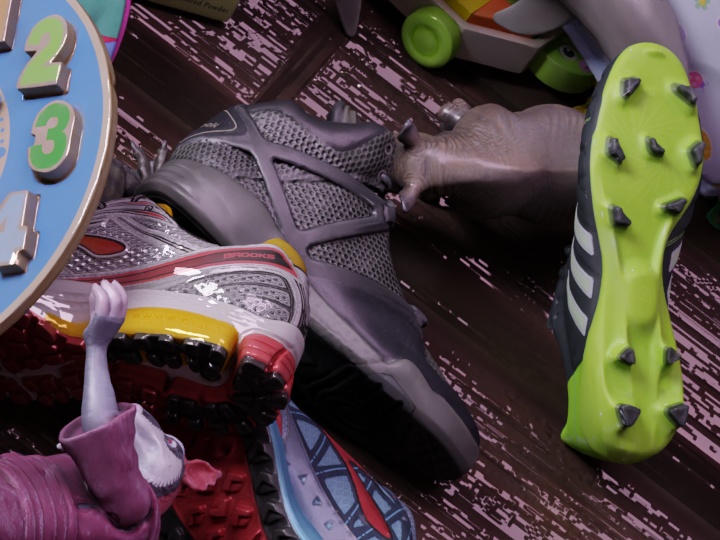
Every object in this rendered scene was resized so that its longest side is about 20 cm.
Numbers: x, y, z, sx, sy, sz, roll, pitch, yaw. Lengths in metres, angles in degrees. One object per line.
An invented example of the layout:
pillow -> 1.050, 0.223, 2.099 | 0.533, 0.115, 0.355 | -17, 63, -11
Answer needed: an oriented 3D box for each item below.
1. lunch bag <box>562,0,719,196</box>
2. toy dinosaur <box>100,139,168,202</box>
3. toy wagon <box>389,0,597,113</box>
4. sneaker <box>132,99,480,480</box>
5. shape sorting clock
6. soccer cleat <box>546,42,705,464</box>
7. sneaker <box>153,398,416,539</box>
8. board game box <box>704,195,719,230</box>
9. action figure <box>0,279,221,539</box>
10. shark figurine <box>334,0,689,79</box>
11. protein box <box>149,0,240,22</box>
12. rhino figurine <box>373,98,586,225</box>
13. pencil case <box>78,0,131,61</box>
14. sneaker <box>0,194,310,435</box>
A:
lunch bag -> 0.195, -0.159, 1.398 | 0.127, 0.170, 0.200 | -11, 64, -53
toy dinosaur -> -0.127, -0.038, 1.228 | 0.200, 0.047, 0.088 | 38, 26, -22
toy wagon -> 0.069, -0.163, 1.461 | 0.200, 0.040, 0.155 | 44, 45, 8
sneaker -> 0.000, 0.000, 1.224 | 0.199, 0.076, 0.114 | 46, 61, -9
shape sorting clock -> -0.190, -0.043, 1.110 | 0.039, 0.200, 0.200 | 49, 24, -51
soccer cleat -> 0.120, -0.008, 1.286 | 0.067, 0.081, 0.200 | 7, 82, -26
sneaker -> -0.025, 0.114, 1.163 | 0.095, 0.079, 0.200 | 3, 52, -55
board game box -> 0.250, -0.102, 1.533 | 0.200, 0.026, 0.200 | 2, 54, -30
action figure -> -0.135, 0.100, 1.048 | 0.200, 0.134, 0.149 | -6, 61, -35
shark figurine -> 0.067, -0.160, 1.337 | 0.214, 0.128, 0.089 | 16, 10, 15
protein box -> -0.091, -0.274, 1.338 | 0.135, 0.199, 0.200 | 14, 48, -21
rhino figurine -> 0.064, -0.053, 1.325 | 0.200, 0.060, 0.087 | 0, 11, -31
pencil case -> -0.207, -0.131, 1.235 | 0.200, 0.088, 0.089 | 7, 51, -25
sneaker -> -0.114, 0.011, 1.138 | 0.200, 0.078, 0.082 | 12, 52, 13
